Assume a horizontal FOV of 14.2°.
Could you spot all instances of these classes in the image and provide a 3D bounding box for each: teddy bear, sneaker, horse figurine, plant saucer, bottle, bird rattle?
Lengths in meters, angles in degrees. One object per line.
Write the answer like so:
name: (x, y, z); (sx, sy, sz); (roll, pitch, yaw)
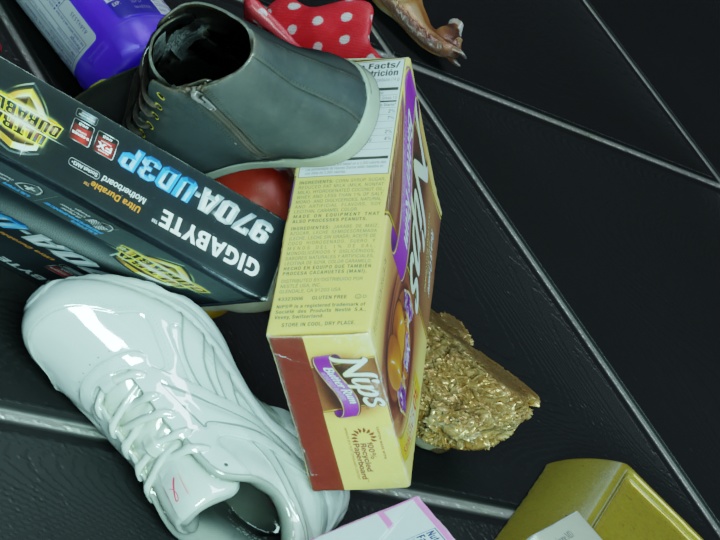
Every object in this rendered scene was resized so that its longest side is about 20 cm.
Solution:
teddy bear: (0.011, 0.041, 1.731); (0.200, 0.067, 0.145); (38, 11, 2)
sneaker: (-0.089, 0.081, 1.440); (0.200, 0.078, 0.099); (39, 25, -11)
horse figurine: (0.007, -0.256, 2.275); (0.200, 0.050, 0.133); (40, 37, -32)
sneaker: (-0.099, -0.091, 1.446); (0.106, 0.200, 0.075); (28, 60, -49)
plant saucer: (0.180, 0.198, 1.743); (0.200, 0.048, 0.200); (44, 21, 2)
bottle: (-0.185, -0.189, 1.789); (0.200, 0.065, 0.084); (51, 21, 19)
bird rattle: (-0.061, -0.060, 1.618); (0.113, 0.200, 0.163); (-21, 90, -67)

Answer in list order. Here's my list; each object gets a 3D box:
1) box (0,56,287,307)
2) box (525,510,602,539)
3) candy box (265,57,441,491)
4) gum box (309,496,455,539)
box: (-0.158, -0.040, 1.446); (0.200, 0.159, 0.046); (30, 69, -33)
box: (0.151, 0.232, 1.594); (0.200, 0.068, 0.082); (48, 21, 10)
candy box: (0.000, 0.000, 1.473); (0.200, 0.056, 0.117); (-80, 163, -44)
gum box: (0.039, 0.194, 1.329); (0.200, 0.066, 0.114); (-134, -155, -66)
